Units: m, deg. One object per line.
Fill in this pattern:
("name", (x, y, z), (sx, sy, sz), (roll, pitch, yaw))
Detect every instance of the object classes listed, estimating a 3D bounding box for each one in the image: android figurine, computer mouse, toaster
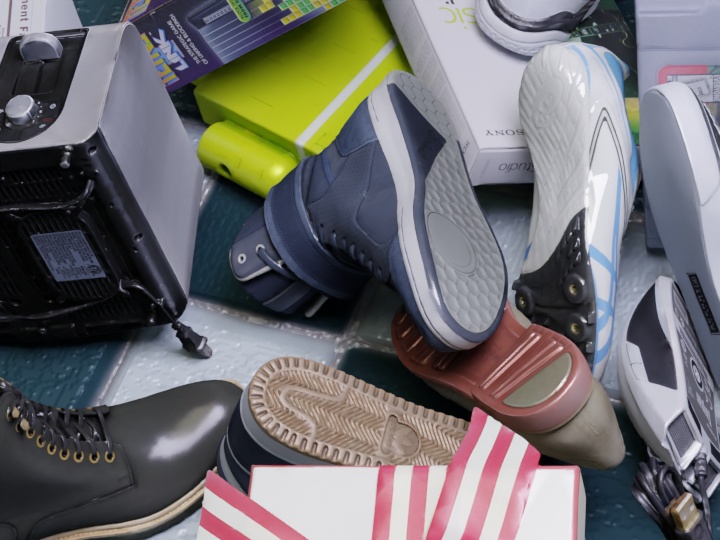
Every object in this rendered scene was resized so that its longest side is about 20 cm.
("android figurine", (-0.017, -0.117, 1.426), (0.200, 0.041, 0.182), (27, 62, 27))
("computer mouse", (0.165, 0.088, 1.223), (0.044, 0.110, 0.200), (-20, 39, 19))
("toaster", (-0.194, -0.045, 1.323), (0.180, 0.200, 0.119), (-5, 50, 16))

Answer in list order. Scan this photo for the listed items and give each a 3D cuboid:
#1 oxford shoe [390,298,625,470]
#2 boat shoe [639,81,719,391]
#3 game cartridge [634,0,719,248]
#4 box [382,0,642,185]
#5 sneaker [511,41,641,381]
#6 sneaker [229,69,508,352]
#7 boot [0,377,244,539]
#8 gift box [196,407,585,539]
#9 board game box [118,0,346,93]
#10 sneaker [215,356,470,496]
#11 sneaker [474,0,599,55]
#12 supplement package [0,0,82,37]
("oxford shoe", (0.078, 0.059, 1.253), (0.071, 0.074, 0.200), (-42, 29, -2))
("boat shoe", (0.211, -0.013, 1.238), (0.068, 0.074, 0.200), (-21, 92, -14))
("game cartridge", (0.221, -0.089, 1.263), (0.132, 0.200, 0.041), (-3, 45, 7))
("box", (0.099, -0.135, 1.387), (0.144, 0.036, 0.200), (-3, 51, -24))
("sneaker", (0.128, -0.028, 1.280), (0.072, 0.201, 0.072), (0, 1, -37))
("sneaker", (0.001, 0.000, 1.278), (0.146, 0.077, 0.203), (-40, 37, 23))
("boot", (-0.156, 0.090, 1.238), (0.199, 0.139, 0.078), (-28, 54, -12))
("gift box", (0.023, 0.182, 1.100), (0.184, 0.187, 0.201), (-5, 60, 7))
("board game box", (-0.054, -0.210, 1.415), (0.165, 0.057, 0.200), (-26, 27, 24))
("sneaker", (0.014, 0.122, 1.237), (0.199, 0.109, 0.070), (28, 56, -8))
("sneaker", (0.140, -0.221, 1.379), (0.075, 0.115, 0.200), (30, 44, 6))
("supplement package", (-0.279, -0.118, 1.430), (0.199, 0.110, 0.114), (-6, 53, 6))
